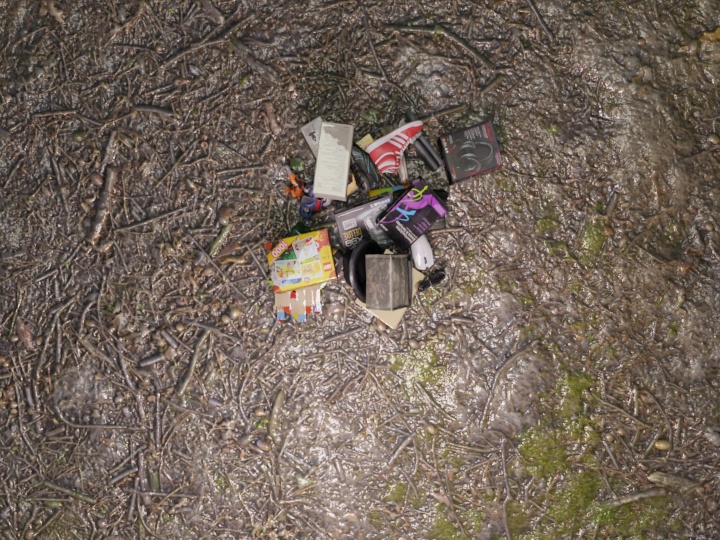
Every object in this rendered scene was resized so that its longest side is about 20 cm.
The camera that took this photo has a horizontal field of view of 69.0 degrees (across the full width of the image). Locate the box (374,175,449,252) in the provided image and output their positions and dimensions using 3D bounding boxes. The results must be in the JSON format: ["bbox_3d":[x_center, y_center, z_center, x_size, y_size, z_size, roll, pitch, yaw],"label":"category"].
[{"bbox_3d":[0.159,-0.172,1.626,0.199,0.037,0.142,-43,118,16],"label":"box"}]

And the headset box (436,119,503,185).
[{"bbox_3d":[0.361,-0.382,1.692,0.193,0.077,0.155,-17,90,1],"label":"headset box"}]

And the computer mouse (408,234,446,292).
[{"bbox_3d":[0.201,-0.044,1.694,0.106,0.044,0.207,-20,84,-9],"label":"computer mouse"}]

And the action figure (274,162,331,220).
[{"bbox_3d":[-0.168,-0.272,1.661,0.189,0.201,0.107,30,49,-7],"label":"action figure"}]

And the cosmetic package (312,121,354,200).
[{"bbox_3d":[-0.077,-0.316,1.521,0.099,0.073,0.209,8,89,1],"label":"cosmetic package"}]

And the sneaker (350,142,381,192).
[{"bbox_3d":[-0.006,-0.346,1.644,0.078,0.075,0.205,-27,90,-23],"label":"sneaker"}]

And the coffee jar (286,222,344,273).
[{"bbox_3d":[-0.144,-0.057,1.672,0.196,0.085,0.106,33,101,4],"label":"coffee jar"}]

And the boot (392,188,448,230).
[{"bbox_3d":[0.191,-0.188,1.670,0.192,0.068,0.136,0,108,-13],"label":"boot"}]

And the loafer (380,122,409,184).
[{"bbox_3d":[0.112,-0.371,1.694,0.060,0.072,0.208,-13,81,8],"label":"loafer"}]

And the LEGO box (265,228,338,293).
[{"bbox_3d":[-0.176,-0.027,1.588,0.192,0.077,0.155,-13,85,2],"label":"LEGO box"}]

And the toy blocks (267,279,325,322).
[{"bbox_3d":[-0.199,0.100,1.688,0.191,0.100,0.143,-1,102,0],"label":"toy blocks"}]

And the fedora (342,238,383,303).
[{"bbox_3d":[0.000,0.000,1.641,0.089,0.197,0.210,5,90,39],"label":"fedora"}]

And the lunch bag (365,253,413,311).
[{"bbox_3d":[0.104,0.033,1.615,0.114,0.197,0.172,1,93,32],"label":"lunch bag"}]

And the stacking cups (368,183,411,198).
[{"bbox_3d":[0.123,-0.248,1.705,0.192,0.060,0.063,-10,90,-6],"label":"stacking cups"}]

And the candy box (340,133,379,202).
[{"bbox_3d":[-0.018,-0.331,1.697,0.197,0.055,0.117,-36,89,1],"label":"candy box"}]

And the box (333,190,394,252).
[{"bbox_3d":[0.025,-0.143,1.673,0.193,0.050,0.163,-18,115,-1],"label":"box"}]

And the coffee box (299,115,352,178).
[{"bbox_3d":[-0.103,-0.352,1.615,0.078,0.114,0.205,-28,89,0],"label":"coffee box"}]

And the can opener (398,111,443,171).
[{"bbox_3d":[0.195,-0.412,1.690,0.052,0.066,0.202,-40,99,-14],"label":"can opener"}]

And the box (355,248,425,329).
[{"bbox_3d":[0.098,0.061,1.717,0.160,0.021,0.204,32,89,-1],"label":"box"}]

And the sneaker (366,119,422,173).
[{"bbox_3d":[0.125,-0.377,1.622,0.195,0.071,0.115,-29,89,-4],"label":"sneaker"}]
